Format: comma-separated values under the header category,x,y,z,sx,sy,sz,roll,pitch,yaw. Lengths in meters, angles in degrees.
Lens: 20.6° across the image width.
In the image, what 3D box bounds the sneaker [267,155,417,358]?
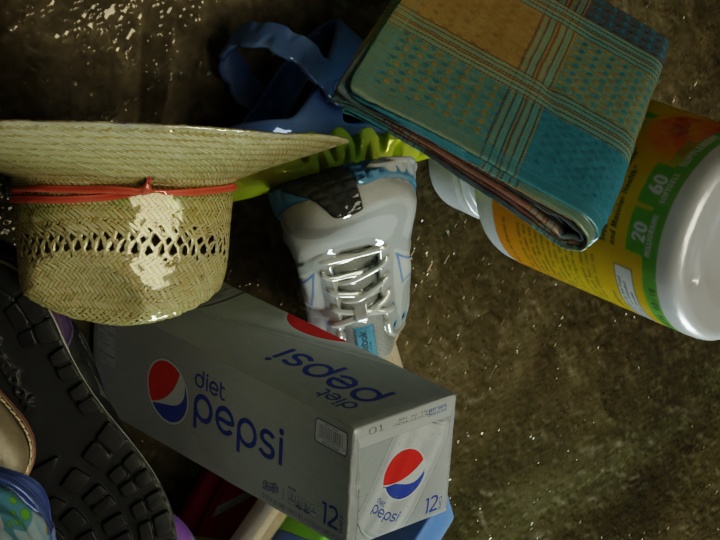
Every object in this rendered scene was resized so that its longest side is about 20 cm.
category,x,y,z,sx,sy,sz,roll,pitch,yaw
sneaker,0.000,0.000,0.993,0.200,0.075,0.087,79,0,-79

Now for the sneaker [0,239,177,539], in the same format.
category,x,y,z,sx,sy,sz,roll,pitch,yaw
sneaker,-0.136,0.076,0.931,0.076,0.088,0.201,-20,103,4

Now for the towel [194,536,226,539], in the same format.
category,x,y,z,sx,sy,sz,roll,pitch,yaw
towel,-0.113,0.241,1.092,0.086,0.018,0.201,15,99,-51

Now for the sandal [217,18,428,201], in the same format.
category,x,y,z,sx,sy,sz,roll,pitch,yaw
sandal,-0.004,-0.092,1.031,0.200,0.079,0.087,-13,90,-49

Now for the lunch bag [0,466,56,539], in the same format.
category,x,y,z,sx,sy,sz,roll,pitch,yaw
lunch bag,-0.196,0.182,0.846,0.160,0.083,0.201,-11,118,3

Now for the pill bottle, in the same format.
category,x,y,z,sx,sy,sz,roll,pitch,yaw
pill bottle,0.134,-0.045,1.092,0.111,0.200,0.111,-20,121,-37

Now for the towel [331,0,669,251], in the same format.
category,x,y,z,sx,sy,sz,roll,pitch,yaw
towel,0.078,-0.101,1.011,0.022,0.146,0.200,-57,-177,39

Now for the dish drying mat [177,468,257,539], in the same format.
category,x,y,z,sx,sy,sz,roll,pitch,yaw
dish drying mat,-0.091,0.180,1.110,0.077,0.018,0.200,31,86,-48

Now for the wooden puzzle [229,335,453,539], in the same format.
category,x,y,z,sx,sy,sz,roll,pitch,yaw
wooden puzzle,-0.003,0.154,1.110,0.185,0.046,0.200,-55,150,-32

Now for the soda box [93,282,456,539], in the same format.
category,x,y,z,sx,sy,sz,roll,pitch,yaw
soda box,-0.047,0.062,0.964,0.068,0.200,0.064,-15,117,-40

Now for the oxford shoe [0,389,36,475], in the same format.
category,x,y,z,sx,sy,sz,roll,pitch,yaw
oxford shoe,-0.222,0.046,0.825,0.200,0.075,0.071,31,89,-21

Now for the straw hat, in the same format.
category,x,y,z,sx,sy,sz,roll,pitch,yaw
straw hat,-0.103,-0.019,0.865,0.201,0.201,0.085,0,93,-44

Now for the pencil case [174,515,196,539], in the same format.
category,x,y,z,sx,sy,sz,roll,pitch,yaw
pencil case,-0.170,0.153,0.972,0.200,0.085,0.084,11,114,-46
